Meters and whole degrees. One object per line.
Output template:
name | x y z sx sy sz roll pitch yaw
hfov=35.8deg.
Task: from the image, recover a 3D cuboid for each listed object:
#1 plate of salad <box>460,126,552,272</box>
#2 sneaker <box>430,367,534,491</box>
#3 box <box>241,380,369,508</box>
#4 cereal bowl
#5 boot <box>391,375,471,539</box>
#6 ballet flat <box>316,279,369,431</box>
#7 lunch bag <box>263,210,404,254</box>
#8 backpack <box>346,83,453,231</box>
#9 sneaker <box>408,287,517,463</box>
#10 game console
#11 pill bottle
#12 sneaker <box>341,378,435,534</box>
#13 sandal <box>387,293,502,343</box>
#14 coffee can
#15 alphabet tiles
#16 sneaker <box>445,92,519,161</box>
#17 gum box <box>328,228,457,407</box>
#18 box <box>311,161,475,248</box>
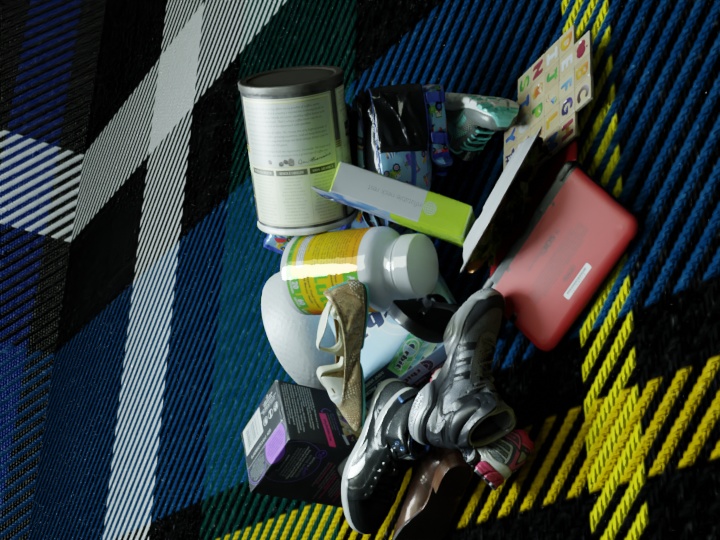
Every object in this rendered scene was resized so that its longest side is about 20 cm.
plate of salad | 0.179 -0.081 1.360 0.202 0.048 0.200 -60 -5 -9
sneaker | 0.148 0.182 1.366 0.074 0.081 0.201 -39 37 5
box | -0.049 0.245 1.544 0.123 0.198 0.107 -54 34 31
cereal bowl | -0.056 0.078 1.666 0.083 0.199 0.202 -28 49 25
boot | 0.073 0.249 1.475 0.188 0.063 0.201 -59 29 26
ballet flat | -0.026 0.110 1.430 0.070 0.064 0.204 -139 48 -71
lunch bag | -0.047 -0.081 1.702 0.151 0.197 0.095 -55 33 31
backpack | 0.054 -0.152 1.563 0.183 0.132 0.204 -177 79 -82
sneaker | 0.142 0.125 1.293 0.113 0.075 0.202 22 83 44
game console | 0.243 -0.034 1.348 0.172 0.118 0.201 44 120 24
pill bottle | 0.000 0.000 1.489 0.197 0.111 0.113 -4 70 34
sneaker | 0.038 0.242 1.394 0.112 0.072 0.204 13 90 64
sandal | 0.104 0.051 1.368 0.076 0.199 0.043 37 111 34
coffee can | -0.084 -0.166 1.530 0.146 0.144 0.203 -148 48 -61
alphabet tiles | 0.237 -0.211 1.425 0.200 0.006 0.169 137 144 -55
sneaker | 0.159 -0.195 1.534 0.200 0.076 0.093 -146 58 -71
gum box | 0.046 0.066 1.522 0.169 0.044 0.201 -37 48 12
box | 0.045 -0.085 1.414 0.122 0.197 0.048 27 -97 -81
